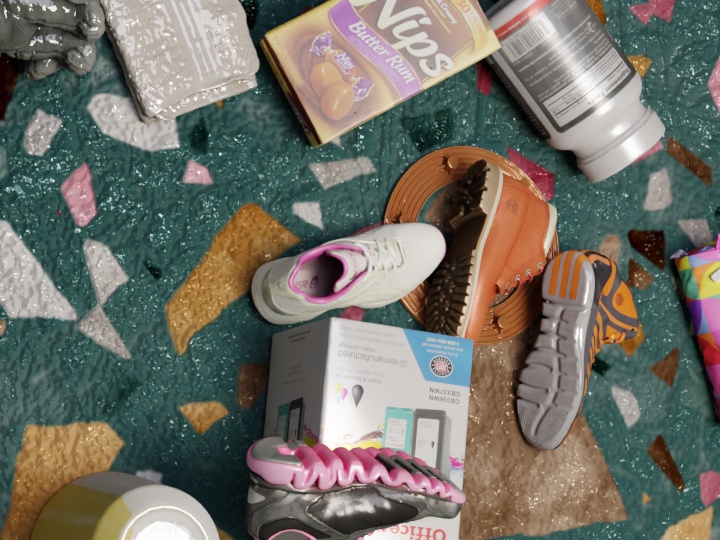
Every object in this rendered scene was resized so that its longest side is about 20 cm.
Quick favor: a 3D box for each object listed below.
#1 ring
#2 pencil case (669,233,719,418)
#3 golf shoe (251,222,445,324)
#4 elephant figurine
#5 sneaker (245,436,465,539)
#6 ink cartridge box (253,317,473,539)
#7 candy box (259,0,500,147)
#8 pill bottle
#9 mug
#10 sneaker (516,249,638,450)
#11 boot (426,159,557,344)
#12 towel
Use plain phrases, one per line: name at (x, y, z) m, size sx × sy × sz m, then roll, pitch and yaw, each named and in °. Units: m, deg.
ring at (0.113, -0.026, 1.862) m, size 0.200 × 0.019 × 0.201 m, roll 5°, pitch 78°, yaw -24°
pencil case at (0.386, 0.061, 1.941) m, size 0.088 × 0.088 × 0.201 m, roll -17°, pitch 89°, yaw -27°
golf shoe at (0.000, 0.000, 1.756) m, size 0.199 × 0.091 × 0.076 m, roll -19°, pitch 87°, yaw -22°
elephant figurine at (-0.332, -0.219, 1.614) m, size 0.199 × 0.155 × 0.142 m, roll -16°, pitch 110°, yaw -35°
sneaker at (-0.009, 0.199, 1.583) m, size 0.199 × 0.079 × 0.096 m, roll 9°, pitch 100°, yaw -20°
ink cartridge box at (0.002, 0.158, 1.703) m, size 0.146 × 0.146 × 0.201 m, roll 9°, pitch 78°, yaw -23°
candy box at (0.019, -0.216, 1.791) m, size 0.199 × 0.056 × 0.117 m, roll -29°, pitch 94°, yaw -10°
pill bottle at (0.210, -0.194, 1.883) m, size 0.116 × 0.116 × 0.200 m, roll -42°, pitch 100°, yaw -25°
mug at (-0.202, 0.254, 1.586) m, size 0.187 × 0.153 × 0.150 m, roll -44°, pitch 101°, yaw -25°
sneaker at (0.225, 0.082, 1.863) m, size 0.112 × 0.077 × 0.201 m, roll 7°, pitch 99°, yaw -48°
boot at (0.132, 0.003, 1.817) m, size 0.107 × 0.075 × 0.201 m, roll 27°, pitch 70°, yaw -24°
towel at (-0.181, -0.245, 1.752) m, size 0.132 × 0.034 × 0.201 m, roll -25°, pitch 92°, yaw -28°
